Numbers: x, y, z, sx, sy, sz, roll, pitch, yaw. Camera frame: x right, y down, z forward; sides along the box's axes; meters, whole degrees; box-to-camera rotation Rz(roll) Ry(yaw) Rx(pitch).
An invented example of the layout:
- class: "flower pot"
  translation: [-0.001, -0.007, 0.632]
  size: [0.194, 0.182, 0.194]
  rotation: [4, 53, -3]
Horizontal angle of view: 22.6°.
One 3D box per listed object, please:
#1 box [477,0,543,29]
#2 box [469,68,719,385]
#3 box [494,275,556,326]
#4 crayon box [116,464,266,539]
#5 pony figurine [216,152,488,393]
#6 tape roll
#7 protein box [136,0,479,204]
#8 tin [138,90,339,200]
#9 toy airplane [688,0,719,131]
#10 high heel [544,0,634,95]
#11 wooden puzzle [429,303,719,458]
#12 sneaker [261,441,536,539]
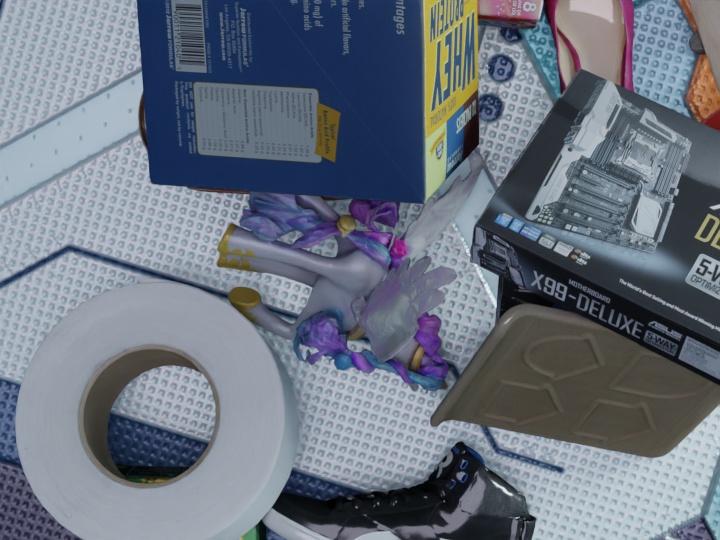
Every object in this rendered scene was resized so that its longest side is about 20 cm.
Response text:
- class: "box"
  translation: [0.094, -0.280, 1.304]
  size: [0.095, 0.100, 0.200]
  rotation: [6, 94, 3]
- class: "box"
  translation: [0.197, -0.030, 1.203]
  size: [0.200, 0.050, 0.158]
  rotation: [27, 60, 15]
- class: "box"
  translation: [0.197, 0.030, 1.294]
  size: [0.200, 0.158, 0.048]
  rotation: [4, 60, 3]
- class: "crayon box"
  translation: [-0.137, 0.253, 1.385]
  size: [0.125, 0.052, 0.200]
  rotation: [1, 95, 4]
- class: "pony figurine"
  translation: [0.000, 0.000, 1.311]
  size: [0.200, 0.167, 0.193]
  rotation: [27, 139, 0]
- class: "tape roll"
  translation: [-0.148, 0.111, 1.328]
  size: [0.202, 0.071, 0.203]
  rotation: [-2, 76, 7]
- class: "protein box"
  translation: [-0.033, -0.163, 1.223]
  size: [0.200, 0.135, 0.199]
  rotation: [5, 112, 17]
- class: "tin"
  translation: [-0.066, -0.113, 1.360]
  size: [0.200, 0.042, 0.112]
  rotation: [5, 99, 3]
- class: "toy airplane"
  translation: [0.304, -0.106, 1.296]
  size: [0.199, 0.141, 0.200]
  rotation: [22, 104, 36]
- class: "high heel"
  translation: [0.167, -0.162, 1.310]
  size: [0.067, 0.096, 0.200]
  rotation: [1, 95, 4]
- class: "wooden puzzle"
  translation: [0.167, 0.072, 1.284]
  size: [0.200, 0.185, 0.046]
  rotation: [7, 62, -12]
- class: "sneaker"
  translation: [0.034, 0.173, 1.363]
  size: [0.200, 0.073, 0.112]
  rotation: [19, 92, -6]
